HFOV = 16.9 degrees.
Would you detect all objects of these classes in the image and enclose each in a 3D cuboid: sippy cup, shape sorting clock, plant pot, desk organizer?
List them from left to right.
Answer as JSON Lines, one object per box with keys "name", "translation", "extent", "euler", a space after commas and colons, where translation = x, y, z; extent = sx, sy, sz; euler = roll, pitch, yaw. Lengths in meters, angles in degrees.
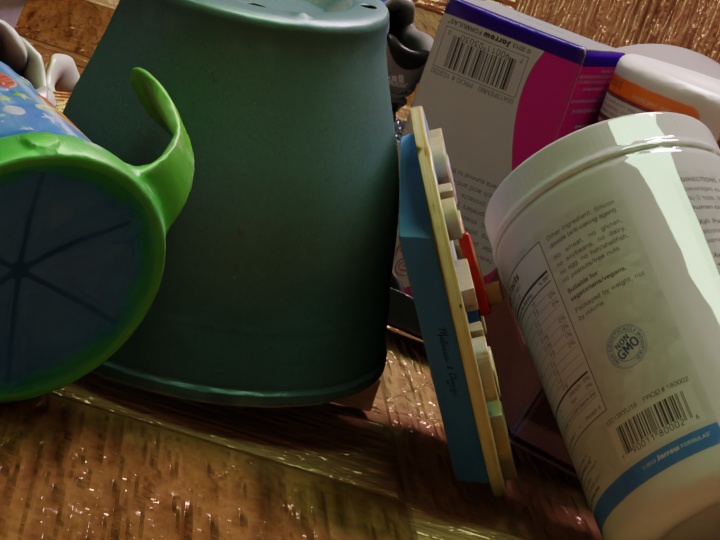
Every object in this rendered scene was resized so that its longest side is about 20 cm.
{"name": "sippy cup", "translation": [-0.175, -0.030, 1.116], "extent": [0.177, 0.140, 0.130], "euler": [0, 34, -32]}
{"name": "plant pot", "translation": [-0.066, -0.057, 1.235], "extent": [0.199, 0.189, 0.200], "euler": [11, 18, -4]}
{"name": "shape sorting clock", "translation": [0.052, 0.015, 1.225], "extent": [0.039, 0.201, 0.200], "euler": [-11, 10, 7]}
{"name": "desk organizer", "translation": [0.119, 0.041, 1.373], "extent": [0.072, 0.077, 0.200], "euler": [28, 16, -13]}

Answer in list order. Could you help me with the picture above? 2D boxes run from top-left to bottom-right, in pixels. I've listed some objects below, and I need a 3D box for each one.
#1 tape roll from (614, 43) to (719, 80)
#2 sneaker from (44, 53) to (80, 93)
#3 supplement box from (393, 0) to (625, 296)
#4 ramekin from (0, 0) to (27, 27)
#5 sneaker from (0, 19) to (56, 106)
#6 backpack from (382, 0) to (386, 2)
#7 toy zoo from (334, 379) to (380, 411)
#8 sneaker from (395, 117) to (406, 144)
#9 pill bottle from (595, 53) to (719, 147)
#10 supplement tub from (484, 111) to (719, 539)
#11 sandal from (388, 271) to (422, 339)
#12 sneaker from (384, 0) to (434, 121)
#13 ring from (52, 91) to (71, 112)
{"name": "tape roll", "translation": [0.215, -0.050, 1.712], "extent": [0.202, 0.203, 0.139], "euler": [16, 12, -12]}
{"name": "sneaker", "translation": [-0.144, -0.079, 1.591], "extent": [0.199, 0.080, 0.078], "euler": [26, 13, 22]}
{"name": "supplement box", "translation": [0.084, -0.066, 1.586], "extent": [0.101, 0.201, 0.103], "euler": [24, 11, 19]}
{"name": "ramekin", "translation": [-0.343, -0.197, 1.761], "extent": [0.200, 0.098, 0.201], "euler": [18, 11, -4]}
{"name": "sneaker", "translation": [-0.223, -0.109, 1.423], "extent": [0.078, 0.100, 0.200], "euler": [-15, 34, -33]}
{"name": "backpack", "translation": [-0.061, -0.149, 1.734], "extent": [0.162, 0.201, 0.168], "euler": [10, 15, -39]}
{"name": "toy zoo", "translation": [-0.073, 0.023, 1.373], "extent": [0.131, 0.021, 0.200], "euler": [15, 13, -18]}
{"name": "sneaker", "translation": [0.043, -0.052, 1.731], "extent": [0.077, 0.087, 0.200], "euler": [33, 8, 23]}
{"name": "pill bottle", "translation": [0.188, -0.029, 1.577], "extent": [0.114, 0.201, 0.114], "euler": [19, 12, -4]}
{"name": "supplement tub", "translation": [0.151, 0.039, 1.190], "extent": [0.132, 0.132, 0.201], "euler": [8, 52, -41]}
{"name": "sandal", "translation": [0.001, 0.000, 1.489], "extent": [0.200, 0.048, 0.075], "euler": [24, -2, 6]}
{"name": "sneaker", "translation": [-0.002, -0.098, 1.576], "extent": [0.075, 0.201, 0.115], "euler": [23, -33, -21]}
{"name": "ring", "translation": [-0.188, -0.063, 1.476], "extent": [0.199, 0.019, 0.201], "euler": [7, 25, -3]}
